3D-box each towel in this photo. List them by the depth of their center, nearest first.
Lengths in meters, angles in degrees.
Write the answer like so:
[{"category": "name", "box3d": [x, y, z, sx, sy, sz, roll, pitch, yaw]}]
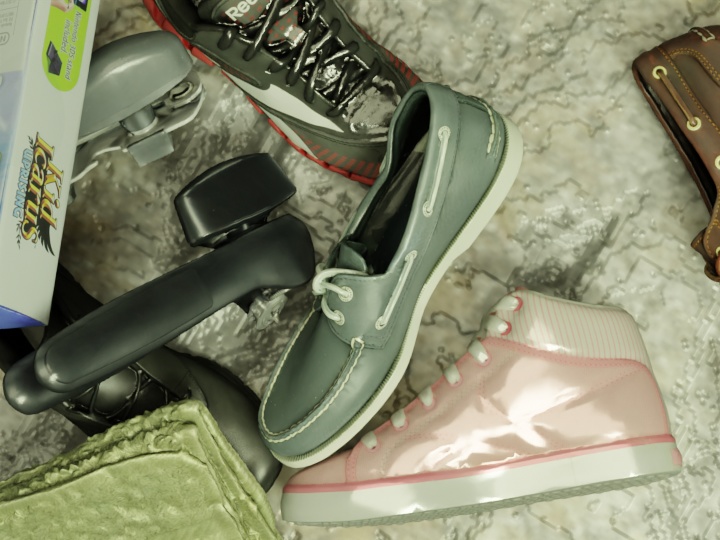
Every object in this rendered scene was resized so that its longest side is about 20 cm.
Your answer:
[{"category": "towel", "box3d": [-0.134, 0.154, 0.758, 0.198, 0.037, 0.149, -24, 115, 4]}]

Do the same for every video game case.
[{"category": "video game case", "box3d": [-0.222, -0.060, 0.746, 0.198, 0.045, 0.183, -4, 70, 32]}]

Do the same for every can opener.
[{"category": "can opener", "box3d": [-0.092, 0.015, 0.733, 0.079, 0.063, 0.200, 49, 47, 3]}, {"category": "can opener", "box3d": [-0.172, -0.064, 0.782, 0.198, 0.054, 0.067, -23, 126, 6]}]

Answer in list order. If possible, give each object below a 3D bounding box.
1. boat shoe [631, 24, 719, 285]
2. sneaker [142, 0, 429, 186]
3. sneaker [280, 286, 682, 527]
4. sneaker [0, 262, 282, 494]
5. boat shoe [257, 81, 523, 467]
[{"category": "boat shoe", "box3d": [0.195, -0.025, 0.766, 0.070, 0.070, 0.202, -19, 76, -5]}, {"category": "sneaker", "box3d": [-0.036, -0.113, 0.772, 0.200, 0.098, 0.071, 40, 87, 4]}, {"category": "sneaker", "box3d": [0.053, 0.068, 0.767, 0.198, 0.075, 0.106, -10, 79, 3]}, {"category": "sneaker", "box3d": [-0.129, 0.055, 0.768, 0.199, 0.091, 0.076, 31, 87, 4]}, {"category": "boat shoe", "box3d": [0.000, 0.000, 0.739, 0.201, 0.062, 0.073, -57, 42, 5]}]
